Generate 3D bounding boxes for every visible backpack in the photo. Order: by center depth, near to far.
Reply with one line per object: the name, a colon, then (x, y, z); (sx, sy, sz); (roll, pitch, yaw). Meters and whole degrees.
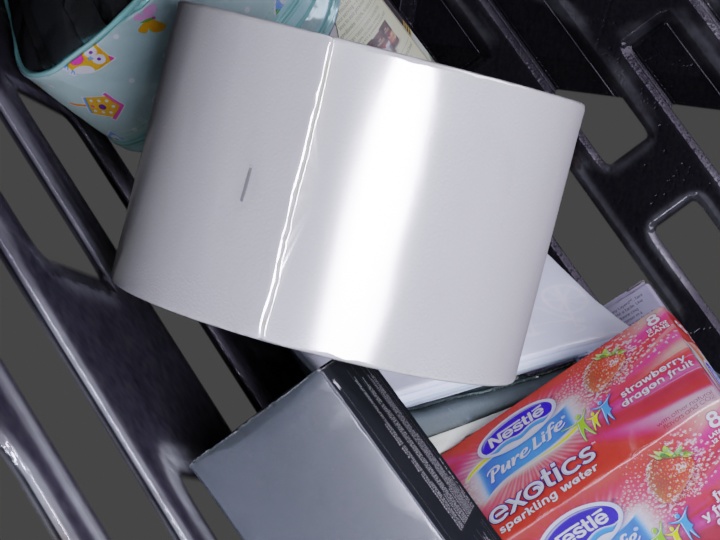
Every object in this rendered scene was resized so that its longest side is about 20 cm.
backpack: (-0.102, -0.156, 1.235); (0.153, 0.176, 0.200); (45, 15, -27)

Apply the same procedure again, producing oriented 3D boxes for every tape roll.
tape roll: (-0.006, -0.037, 1.085); (0.202, 0.140, 0.203); (14, 5, -1)

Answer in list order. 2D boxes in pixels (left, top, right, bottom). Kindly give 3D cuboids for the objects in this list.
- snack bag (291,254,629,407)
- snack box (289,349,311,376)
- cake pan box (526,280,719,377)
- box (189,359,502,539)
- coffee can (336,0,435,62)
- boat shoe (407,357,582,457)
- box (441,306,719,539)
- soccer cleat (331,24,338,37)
snack bag: (0.025, 0.005, 1.273); (0.200, 0.188, 0.021); (47, -40, 43)
snack box: (0.000, 0.000, 1.382); (0.142, 0.053, 0.200); (-15, 64, -47)
cake pan box: (0.137, 0.128, 1.308); (0.184, 0.200, 0.052); (57, 1, 29)
box: (0.020, 0.139, 1.039); (0.200, 0.079, 0.141); (54, 5, 2)
coffee can: (-0.015, -0.131, 1.705); (0.200, 0.146, 0.146); (51, 9, -21)
boat shoe: (0.065, 0.073, 1.248); (0.062, 0.200, 0.073); (57, -32, 25)
box: (0.109, 0.125, 1.165); (0.096, 0.200, 0.100); (51, 8, -28)
soccer cleat: (-0.071, -0.182, 1.355); (0.200, 0.068, 0.073); (66, 32, -33)
